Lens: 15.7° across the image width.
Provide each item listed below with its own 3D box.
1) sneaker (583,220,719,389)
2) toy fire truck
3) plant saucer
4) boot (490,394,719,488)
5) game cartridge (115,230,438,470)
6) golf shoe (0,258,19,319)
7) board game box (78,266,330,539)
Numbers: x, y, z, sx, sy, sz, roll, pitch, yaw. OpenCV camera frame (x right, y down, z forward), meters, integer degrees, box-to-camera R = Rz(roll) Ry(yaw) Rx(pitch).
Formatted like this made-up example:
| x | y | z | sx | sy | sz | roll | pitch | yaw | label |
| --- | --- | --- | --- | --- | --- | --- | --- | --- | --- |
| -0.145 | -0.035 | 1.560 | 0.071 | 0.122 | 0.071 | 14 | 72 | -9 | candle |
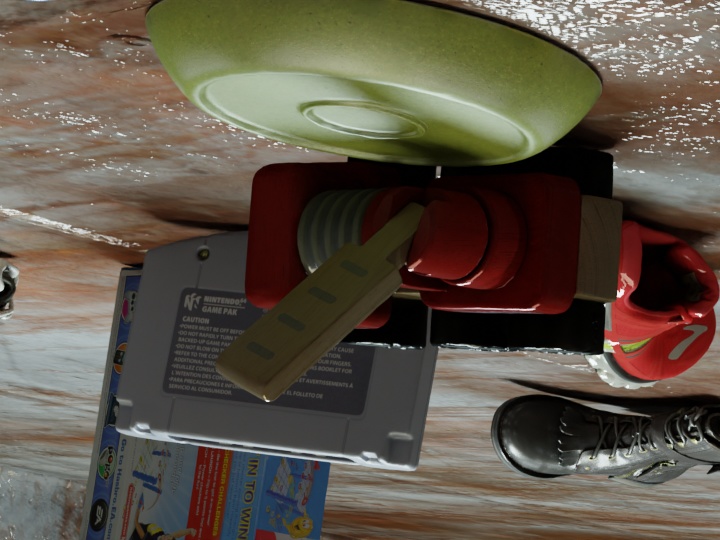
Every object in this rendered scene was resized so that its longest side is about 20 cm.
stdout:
| x | y | z | sx | sy | sz | roll | pitch | yaw | label |
| --- | --- | --- | --- | --- | --- | --- | --- | --- | --- |
| 0.159 | 0.018 | 1.416 | 0.084 | 0.078 | 0.200 | -2 | 167 | 29 | sneaker |
| 0.000 | 0.000 | 1.207 | 0.175 | 0.130 | 0.199 | 1 | 175 | 44 | toy fire truck |
| 0.003 | -0.077 | 1.122 | 0.199 | 0.031 | 0.200 | 9 | 170 | 2 | plant saucer |
| 0.223 | 0.127 | 2.064 | 0.199 | 0.070 | 0.174 | 9 | 166 | -28 | boot |
| -0.046 | 0.044 | 1.566 | 0.199 | 0.134 | 0.041 | 6 | 171 | 25 | game cartridge |
| -0.284 | 0.025 | 1.868 | 0.087 | 0.078 | 0.200 | 1 | 171 | 2 | golf shoe |
| -0.098 | 0.098 | 1.737 | 0.056 | 0.201 | 0.195 | 15 | 170 | -39 | board game box |
